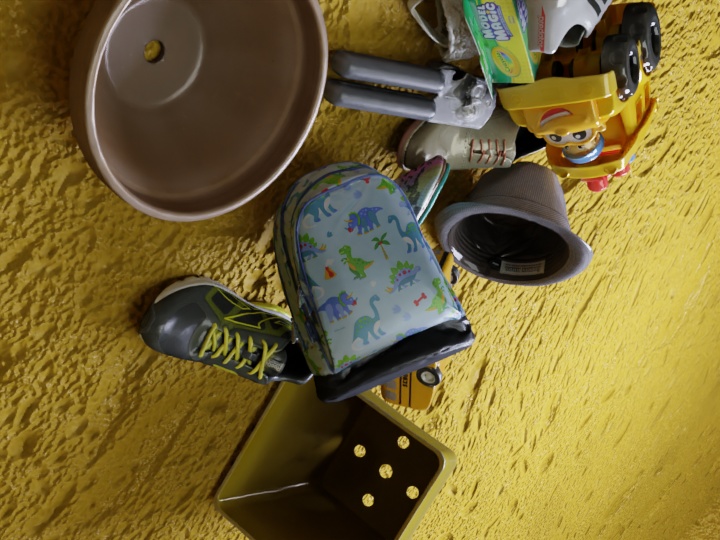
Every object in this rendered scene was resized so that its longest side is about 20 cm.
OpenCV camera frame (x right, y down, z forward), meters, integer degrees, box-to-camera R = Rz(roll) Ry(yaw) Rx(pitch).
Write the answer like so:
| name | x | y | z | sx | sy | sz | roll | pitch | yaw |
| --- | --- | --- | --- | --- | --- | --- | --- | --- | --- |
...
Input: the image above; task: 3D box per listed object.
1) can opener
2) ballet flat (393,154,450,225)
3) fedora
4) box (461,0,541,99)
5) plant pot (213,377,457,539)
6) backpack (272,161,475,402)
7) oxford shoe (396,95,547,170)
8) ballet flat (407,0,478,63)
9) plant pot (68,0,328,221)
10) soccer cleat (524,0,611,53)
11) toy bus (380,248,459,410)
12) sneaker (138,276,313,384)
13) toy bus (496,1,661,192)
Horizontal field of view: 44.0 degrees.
| name | x | y | z | sx | sy | sz | roll | pitch | yaw |
| --- | --- | --- | --- | --- | --- | --- | --- | --- | --- |
| can opener | 0.048 | -0.176 | 0.854 | 0.199 | 0.067 | 0.054 | 2 | 117 | -34 |
| ballet flat | 0.022 | -0.035 | 0.905 | 0.069 | 0.071 | 0.201 | -71 | -176 | -61 |
| fedora | 0.175 | -0.059 | 1.000 | 0.200 | 0.176 | 0.091 | 94 | 13 | -68 |
| box | 0.144 | -0.266 | 0.819 | 0.117 | 0.048 | 0.201 | 56 | 49 | -52 |
| plant pot | -0.005 | 0.230 | 0.997 | 0.201 | 0.200 | 0.176 | -59 | 156 | 6 |
| backpack | 0.000 | 0.000 | 0.813 | 0.162 | 0.201 | 0.154 | -20 | 169 | -5 |
| oxford shoe | 0.124 | -0.139 | 0.937 | 0.199 | 0.074 | 0.071 | -23 | 135 | -35 |
| ballet flat | 0.068 | -0.258 | 0.797 | 0.072 | 0.072 | 0.200 | -48 | 141 | -9 |
| plant pot | -0.126 | -0.145 | 0.639 | 0.200 | 0.093 | 0.202 | -29 | 137 | -31 |
| soccer cleat | 0.196 | -0.250 | 0.811 | 0.200 | 0.068 | 0.086 | -37 | 136 | -52 |
| toy bus | 0.065 | 0.068 | 1.020 | 0.065 | 0.078 | 0.201 | -59 | 155 | -46 |
| sneaker | -0.111 | 0.060 | 0.821 | 0.199 | 0.084 | 0.075 | 12 | 107 | -51 |
| toy bus | 0.237 | -0.162 | 0.926 | 0.200 | 0.135 | 0.193 | -50 | 131 | -46 |
